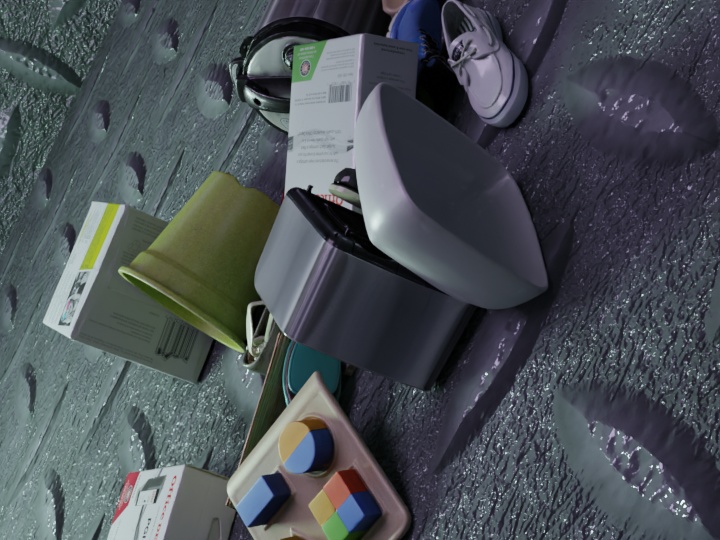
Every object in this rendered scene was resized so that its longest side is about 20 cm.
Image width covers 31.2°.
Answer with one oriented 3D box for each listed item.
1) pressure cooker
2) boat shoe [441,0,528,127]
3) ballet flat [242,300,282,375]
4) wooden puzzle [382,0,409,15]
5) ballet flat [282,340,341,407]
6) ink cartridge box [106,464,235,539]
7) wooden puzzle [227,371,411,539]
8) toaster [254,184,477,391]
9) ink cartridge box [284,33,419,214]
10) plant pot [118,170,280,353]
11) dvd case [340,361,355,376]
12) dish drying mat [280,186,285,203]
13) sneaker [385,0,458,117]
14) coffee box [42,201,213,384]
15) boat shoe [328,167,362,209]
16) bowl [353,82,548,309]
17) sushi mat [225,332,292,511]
[{"bbox_3d":[-0.059,-0.264,1.616,0.176,0.178,0.201,-37,25,38],"label":"pressure cooker"},{"bbox_3d":[0.123,-0.225,1.388,0.074,0.066,0.201,-53,28,25],"label":"boat shoe"},{"bbox_3d":[-0.101,0.031,1.563,0.067,0.063,0.202,-145,68,-68],"label":"ballet flat"},{"bbox_3d":[0.103,-0.414,1.587,0.200,0.046,0.186,-47,24,25],"label":"wooden puzzle"},{"bbox_3d":[-0.056,0.154,1.403,0.071,0.067,0.202,116,156,-49],"label":"ballet flat"},{"bbox_3d":[-0.242,0.326,1.607,0.199,0.082,0.148,-21,49,57],"label":"ink cartridge box"},{"bbox_3d":[-0.055,0.232,1.287,0.186,0.046,0.201,-52,54,28],"label":"wooden puzzle"},{"bbox_3d":[0.008,0.017,1.278,0.120,0.179,0.200,-64,24,11],"label":"toaster"},{"bbox_3d":[-0.013,-0.154,1.444,0.145,0.084,0.203,6,93,55],"label":"ink cartridge box"},{"bbox_3d":[-0.188,-0.021,1.712,0.185,0.200,0.200,-58,24,-11],"label":"plant pot"},{"bbox_3d":[0.000,0.000,1.470,0.201,0.016,0.149,-63,34,10],"label":"dvd case"},{"bbox_3d":[-0.055,-0.096,1.629,0.077,0.018,0.200,-63,25,4],"label":"dish drying mat"},{"bbox_3d":[0.079,-0.231,1.486,0.089,0.078,0.202,-21,58,47],"label":"sneaker"},{"bbox_3d":[-0.318,0.029,1.875,0.197,0.198,0.202,9,77,64],"label":"coffee box"},{"bbox_3d":[0.035,-0.080,1.300,0.073,0.201,0.064,25,96,32],"label":"boat shoe"},{"bbox_3d":[0.070,-0.060,1.183,0.075,0.199,0.201,-41,35,27],"label":"bowl"},{"bbox_3d":[-0.098,0.176,1.447,0.012,0.096,0.202,12,80,24],"label":"sushi mat"}]
